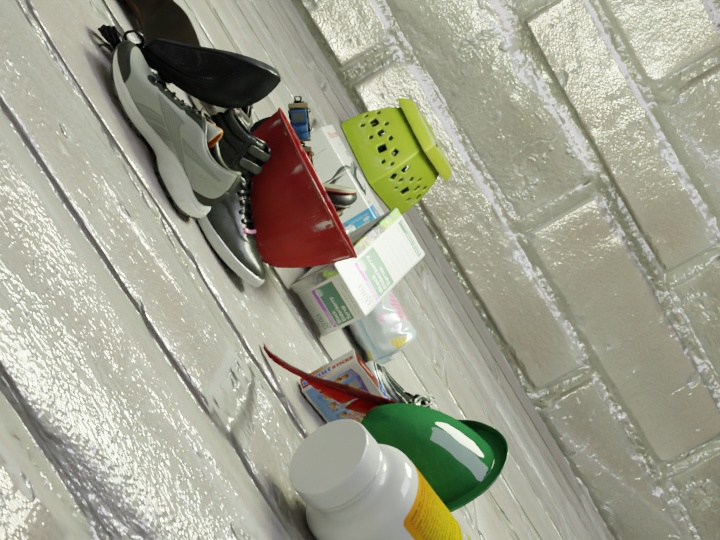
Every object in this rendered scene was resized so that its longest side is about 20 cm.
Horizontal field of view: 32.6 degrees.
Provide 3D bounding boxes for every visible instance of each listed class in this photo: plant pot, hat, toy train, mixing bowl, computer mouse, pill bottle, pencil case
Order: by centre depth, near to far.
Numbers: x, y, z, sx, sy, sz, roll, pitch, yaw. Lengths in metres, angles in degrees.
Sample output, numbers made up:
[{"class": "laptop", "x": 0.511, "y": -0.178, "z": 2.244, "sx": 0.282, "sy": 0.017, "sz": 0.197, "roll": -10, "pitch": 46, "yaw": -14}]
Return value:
[{"class": "pill bottle", "x": 0.019, "y": 0.231, "z": 1.132, "sx": 0.200, "sy": 0.111, "sz": 0.111, "roll": 55, "pitch": 11, "yaw": -32}, {"class": "hat", "x": 0.033, "y": 0.142, "z": 1.256, "sx": 0.166, "sy": 0.200, "sz": 0.176, "roll": -122, "pitch": -169, "yaw": -66}, {"class": "computer mouse", "x": -0.182, "y": -0.212, "z": 1.350, "sx": 0.138, "sy": 0.200, "sz": 0.053, "roll": 27, "pitch": 78, "yaw": -68}, {"class": "mixing bowl", "x": -0.095, "y": -0.078, "z": 1.448, "sx": 0.200, "sy": 0.108, "sz": 0.200, "roll": 62, "pitch": 2, "yaw": -4}, {"class": "pencil case", "x": -0.001, "y": 0.033, "z": 1.735, "sx": 0.200, "sy": 0.083, "sz": 0.091, "roll": 59, "pitch": 15, "yaw": -9}, {"class": "toy train", "x": -0.084, "y": -0.156, "z": 1.799, "sx": 0.046, "sy": 0.034, "sz": 0.201, "roll": -83, "pitch": 169, "yaw": -65}, {"class": "plant pot", "x": 0.096, "y": -0.280, "z": 2.930, "sx": 0.199, "sy": 0.181, "sz": 0.200, "roll": 45, "pitch": 18, "yaw": -59}]

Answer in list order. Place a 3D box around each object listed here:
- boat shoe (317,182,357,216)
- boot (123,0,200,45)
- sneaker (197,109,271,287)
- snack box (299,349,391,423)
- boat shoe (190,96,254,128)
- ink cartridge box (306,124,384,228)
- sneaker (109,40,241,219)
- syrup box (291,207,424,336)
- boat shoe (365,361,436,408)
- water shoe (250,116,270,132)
[{"class": "boat shoe", "x": -0.058, "y": -0.083, "z": 1.637, "sx": 0.200, "sy": 0.071, "sz": 0.063, "roll": -179, "pitch": -82, "yaw": -68}, {"class": "boot", "x": -0.259, "y": -0.344, "z": 1.596, "sx": 0.187, "sy": 0.064, "sz": 0.200, "roll": 60, "pitch": 4, "yaw": -17}, {"class": "sneaker", "x": -0.131, "y": -0.086, "z": 1.338, "sx": 0.200, "sy": 0.099, "sz": 0.071, "roll": 62, "pitch": 8, "yaw": 5}, {"class": "snack box", "x": 0.013, "y": 0.177, "z": 1.390, "sx": 0.200, "sy": 0.072, "sz": 0.024, "roll": 55, "pitch": 12, "yaw": -32}, {"class": "boat shoe", "x": -0.172, "y": -0.225, "z": 1.678, "sx": 0.067, "sy": 0.057, "sz": 0.200, "roll": 61, "pitch": 9, "yaw": 6}, {"class": "ink cartridge box", "x": -0.040, "y": -0.137, "z": 2.043, "sx": 0.200, "sy": 0.084, "sz": 0.145, "roll": 59, "pitch": 9, "yaw": -4}, {"class": "sneaker", "x": -0.193, "y": -0.155, "z": 1.286, "sx": 0.200, "sy": 0.079, "sz": 0.074, "roll": 59, "pitch": 11, "yaw": 3}, {"class": "syrup box", "x": 0.000, "y": 0.000, "z": 1.612, "sx": 0.079, "sy": 0.081, "sz": 0.200, "roll": 58, "pitch": 33, "yaw": -8}, {"class": "boat shoe", "x": 0.074, "y": 0.197, "z": 1.668, "sx": 0.200, "sy": 0.068, "sz": 0.074, "roll": 58, "pitch": 9, "yaw": -11}, {"class": "water shoe", "x": -0.114, "y": -0.149, "z": 1.724, "sx": 0.200, "sy": 0.071, "sz": 0.079, "roll": -100, "pitch": 165, "yaw": -59}]
